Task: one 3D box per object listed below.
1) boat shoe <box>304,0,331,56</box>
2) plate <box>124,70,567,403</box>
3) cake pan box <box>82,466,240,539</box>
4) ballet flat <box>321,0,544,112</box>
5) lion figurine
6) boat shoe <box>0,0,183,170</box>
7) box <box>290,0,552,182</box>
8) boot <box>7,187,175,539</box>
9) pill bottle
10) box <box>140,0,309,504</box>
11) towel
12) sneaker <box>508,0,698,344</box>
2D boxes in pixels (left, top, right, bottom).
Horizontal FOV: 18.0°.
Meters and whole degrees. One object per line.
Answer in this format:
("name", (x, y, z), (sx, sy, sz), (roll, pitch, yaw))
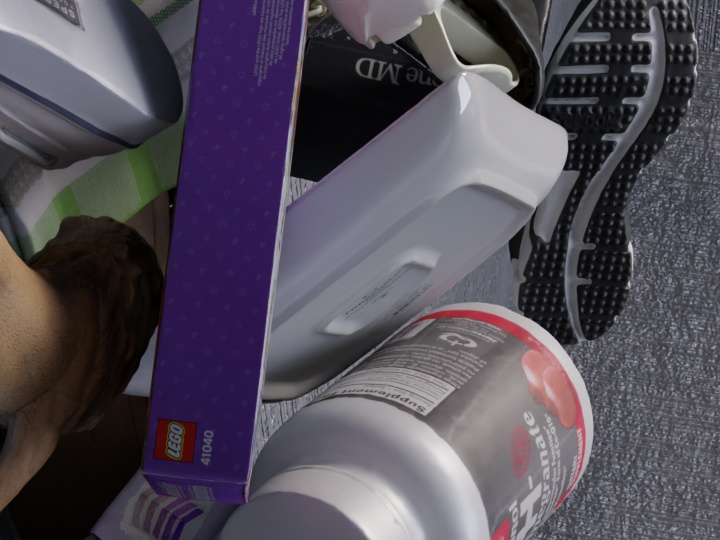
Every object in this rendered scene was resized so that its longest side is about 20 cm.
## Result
("boat shoe", (-0.048, -0.111, 0.994), (0.064, 0.200, 0.071), (58, -11, -22))
("plate", (0.000, 0.000, 0.980), (0.199, 0.032, 0.200), (-39, 166, 11))
("cake pan box", (-0.113, 0.192, 1.019), (0.185, 0.052, 0.200), (-53, 160, -18))
("ballet flat", (0.023, -0.118, 0.942), (0.200, 0.068, 0.069), (29, 36, -49))
("lion figurine", (-0.128, 0.016, 0.747), (0.123, 0.072, 0.200), (-57, 163, -8))
("boat shoe", (-0.138, -0.083, 0.721), (0.200, 0.065, 0.074), (37, 33, -45))
("box", (-0.002, -0.150, 1.111), (0.118, 0.195, 0.201), (99, 2, -70))
("boot", (-0.115, 0.026, 1.044), (0.147, 0.070, 0.201), (-82, -178, -55))
("pill bottle", (0.019, 0.095, 0.990), (0.200, 0.110, 0.111), (-35, 134, -58))
("box", (-0.046, -0.020, 0.816), (0.137, 0.039, 0.201), (106, -9, -81))
("towel", (-0.097, -0.089, 0.883), (0.149, 0.031, 0.201), (-37, 147, -19))
("sneaker", (0.107, -0.065, 1.107), (0.080, 0.073, 0.201), (-102, -158, -55))
